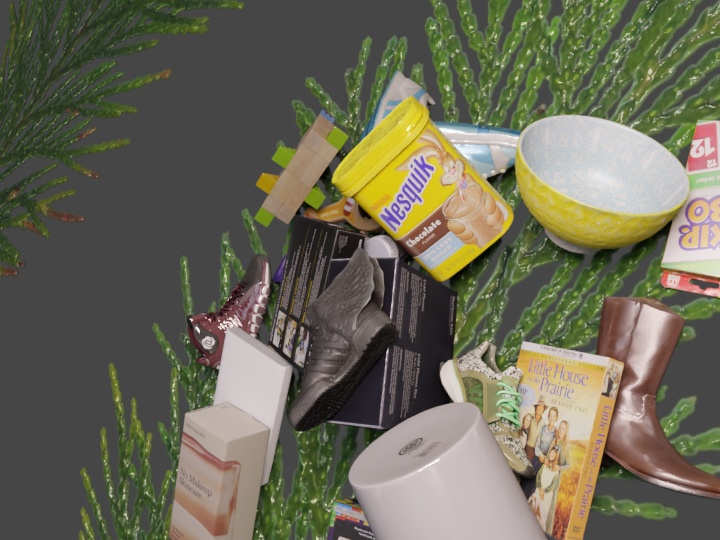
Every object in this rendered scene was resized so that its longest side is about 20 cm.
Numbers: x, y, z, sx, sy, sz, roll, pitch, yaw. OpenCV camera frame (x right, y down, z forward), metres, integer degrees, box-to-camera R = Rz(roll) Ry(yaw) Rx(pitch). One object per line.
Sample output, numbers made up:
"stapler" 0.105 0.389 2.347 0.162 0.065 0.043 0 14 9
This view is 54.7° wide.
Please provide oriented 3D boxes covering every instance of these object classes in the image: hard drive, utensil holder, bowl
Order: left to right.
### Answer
"hard drive" -0.171 0.205 1.055 0.131 0.026 0.203 26 112 33
"utensil holder" 0.098 0.266 0.727 0.168 0.170 0.202 -26 94 24
"bowl" 0.272 -0.086 0.830 0.200 0.198 0.109 45 143 34

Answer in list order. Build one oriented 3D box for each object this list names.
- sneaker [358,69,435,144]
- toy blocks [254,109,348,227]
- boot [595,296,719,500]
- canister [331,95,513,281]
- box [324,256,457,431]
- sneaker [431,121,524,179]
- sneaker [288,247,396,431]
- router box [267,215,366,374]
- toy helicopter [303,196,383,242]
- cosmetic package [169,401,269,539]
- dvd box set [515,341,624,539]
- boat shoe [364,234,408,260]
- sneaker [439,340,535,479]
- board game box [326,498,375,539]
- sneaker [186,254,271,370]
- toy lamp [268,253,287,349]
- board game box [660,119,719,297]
"sneaker" 0.052 -0.206 0.998 0.077 0.080 0.202 -50 13 52
"toy blocks" -0.085 -0.172 1.104 0.201 0.099 0.137 -51 13 28
"boot" 0.334 0.130 0.768 0.184 0.064 0.203 16 82 37
"canister" 0.083 -0.099 0.898 0.148 0.200 0.087 -40 19 24
"box" 0.038 0.104 0.897 0.103 0.181 0.204 -2 74 33
"sneaker" 0.162 -0.132 0.960 0.197 0.079 0.133 10 106 17
"sneaker" -0.032 0.079 0.805 0.200 0.060 0.104 -49 57 5
"router box" -0.066 0.032 0.987 0.149 0.050 0.204 24 102 60
"toy helicopter" -0.015 -0.084 1.069 0.198 0.078 0.135 -13 78 41
"cosmetic package" -0.209 0.312 1.021 0.102 0.087 0.204 18 104 37
"dvd box set" 0.219 0.191 0.806 0.146 0.029 0.203 6 78 63
"boat shoe" 0.000 0.000 1.024 0.200 0.066 0.071 -39 75 44
"sneaker" 0.163 0.155 0.832 0.089 0.076 0.201 -49 36 16
"board game box" 0.043 0.400 0.883 0.197 0.056 0.168 6 81 34
"sneaker" -0.213 0.062 1.107 0.075 0.114 0.204 -11 66 66
"toy lamp" -0.123 0.075 1.089 0.057 0.058 0.204 5 79 34
"board game box" 0.413 -0.071 0.797 0.094 0.030 0.203 13 85 36
